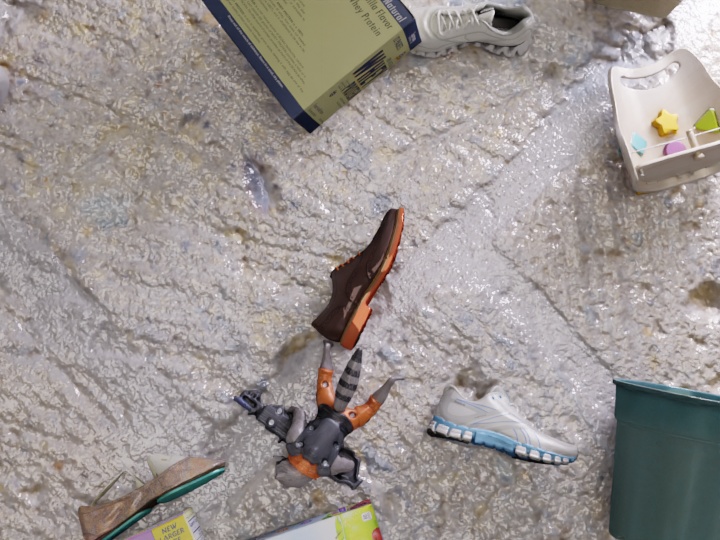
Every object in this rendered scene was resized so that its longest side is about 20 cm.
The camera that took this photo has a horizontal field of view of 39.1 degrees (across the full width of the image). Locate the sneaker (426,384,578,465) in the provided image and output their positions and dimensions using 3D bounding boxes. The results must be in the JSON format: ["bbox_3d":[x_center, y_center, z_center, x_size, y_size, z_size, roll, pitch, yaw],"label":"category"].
[{"bbox_3d":[0.192,0.198,1.319,0.198,0.075,0.087,16,75,-2],"label":"sneaker"}]

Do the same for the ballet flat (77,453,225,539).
[{"bbox_3d":[-0.269,0.273,1.281,0.199,0.068,0.068,-29,77,-9],"label":"ballet flat"}]

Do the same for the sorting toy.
[{"bbox_3d":[0.422,-0.213,1.384,0.198,0.107,0.181,-15,76,-5],"label":"sorting toy"}]

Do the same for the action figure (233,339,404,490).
[{"bbox_3d":[-0.063,0.183,1.289,0.199,0.105,0.195,27,76,2],"label":"action figure"}]

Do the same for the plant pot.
[{"bbox_3d":[0.401,0.250,1.273,0.198,0.200,0.198,10,90,-2],"label":"plant pot"}]

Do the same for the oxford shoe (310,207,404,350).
[{"bbox_3d":[0.000,0.000,1.336,0.072,0.071,0.201,24,81,5],"label":"oxford shoe"}]

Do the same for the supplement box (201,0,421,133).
[{"bbox_3d":[-0.059,-0.326,1.325,0.199,0.134,0.201,-38,86,5],"label":"supplement box"}]

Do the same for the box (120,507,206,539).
[{"bbox_3d":[-0.253,0.423,1.243,0.175,0.097,0.201,-23,83,-6],"label":"box"}]

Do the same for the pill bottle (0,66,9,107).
[{"bbox_3d":[-0.565,-0.275,1.316,0.200,0.112,0.113,40,81,2],"label":"pill bottle"}]

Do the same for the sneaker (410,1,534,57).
[{"bbox_3d":[0.142,-0.338,1.389,0.198,0.081,0.076,-2,84,-3],"label":"sneaker"}]

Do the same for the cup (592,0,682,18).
[{"bbox_3d":[0.384,-0.425,1.376,0.198,0.200,0.144,12,108,-2],"label":"cup"}]

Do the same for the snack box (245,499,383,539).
[{"bbox_3d":[-0.055,0.402,1.274,0.198,0.068,0.170,-18,84,-4],"label":"snack box"}]
